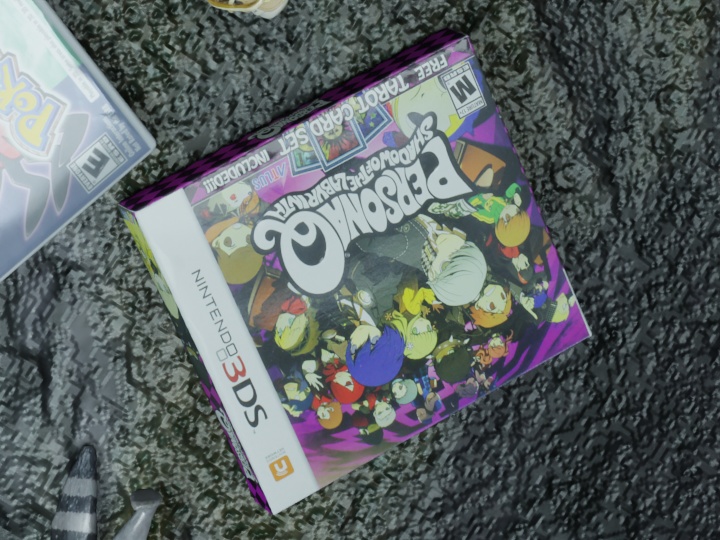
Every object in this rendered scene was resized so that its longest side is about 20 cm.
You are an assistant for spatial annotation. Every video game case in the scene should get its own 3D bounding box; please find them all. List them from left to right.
[{"bbox_3d":[-0.226,-0.078,1.455,0.182,0.023,0.200,-41,111,-8],"label":"video game case"},{"bbox_3d":[0.000,0.000,1.545,0.199,0.036,0.182,-28,110,-13],"label":"video game case"}]

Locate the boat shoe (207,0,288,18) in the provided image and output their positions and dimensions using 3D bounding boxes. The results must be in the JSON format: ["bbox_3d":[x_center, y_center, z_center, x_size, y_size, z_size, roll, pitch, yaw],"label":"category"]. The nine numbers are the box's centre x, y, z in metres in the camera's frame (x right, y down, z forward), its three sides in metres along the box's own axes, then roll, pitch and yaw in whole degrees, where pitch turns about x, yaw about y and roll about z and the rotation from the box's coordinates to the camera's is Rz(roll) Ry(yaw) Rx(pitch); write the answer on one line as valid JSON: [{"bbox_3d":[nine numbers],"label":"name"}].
[{"bbox_3d":[-0.049,-0.158,1.476,0.199,0.074,0.070,-16,100,-17],"label":"boat shoe"}]

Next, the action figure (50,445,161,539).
[{"bbox_3d":[-0.122,0.195,1.507,0.199,0.105,0.195,0,107,5],"label":"action figure"}]
